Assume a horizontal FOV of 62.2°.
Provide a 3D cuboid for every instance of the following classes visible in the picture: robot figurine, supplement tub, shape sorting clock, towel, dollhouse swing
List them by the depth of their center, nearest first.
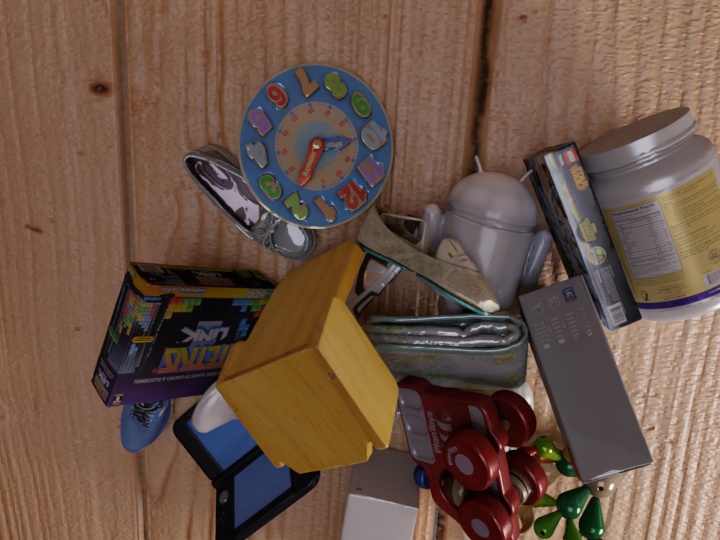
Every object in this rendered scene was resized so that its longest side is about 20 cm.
[{"bbox_3d":[0.341,-0.062,0.678,0.142,0.146,0.204,-23,100,12],"label":"supplement tub"},{"bbox_3d":[-0.043,0.101,0.712,0.198,0.176,0.184,-26,104,41],"label":"dollhouse swing"},{"bbox_3d":[0.149,-0.030,0.727,0.165,0.113,0.206,9,106,-9],"label":"robot figurine"},{"bbox_3d":[-0.054,-0.154,0.739,0.194,0.039,0.206,0,93,-8],"label":"shape sorting clock"},{"bbox_3d":[0.107,0.102,0.741,0.194,0.172,0.049,1,66,15],"label":"towel"}]

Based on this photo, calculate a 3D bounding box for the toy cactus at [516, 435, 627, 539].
[{"bbox_3d":[0.292,0.293,0.782,0.162,0.102,0.204,-27,87,-21],"label":"toy cactus"}]

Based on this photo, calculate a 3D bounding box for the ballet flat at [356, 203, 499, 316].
[{"bbox_3d":[0.075,-0.020,0.672,0.197,0.067,0.064,29,104,29],"label":"ballet flat"}]

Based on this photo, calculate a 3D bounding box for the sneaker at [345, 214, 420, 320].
[{"bbox_3d":[0.000,0.000,0.776,0.080,0.074,0.201,42,104,-1],"label":"sneaker"}]

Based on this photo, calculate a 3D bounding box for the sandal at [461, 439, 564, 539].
[{"bbox_3d":[0.213,0.332,0.833,0.077,0.070,0.213,36,106,-3],"label":"sandal"}]

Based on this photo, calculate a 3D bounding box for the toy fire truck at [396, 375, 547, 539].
[{"bbox_3d":[0.126,0.233,0.737,0.165,0.111,0.205,3,113,47],"label":"toy fire truck"}]

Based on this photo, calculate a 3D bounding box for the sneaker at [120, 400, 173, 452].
[{"bbox_3d":[-0.306,0.176,0.850,0.077,0.089,0.204,23,106,2],"label":"sneaker"}]

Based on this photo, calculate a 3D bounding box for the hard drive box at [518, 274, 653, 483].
[{"bbox_3d":[0.253,0.128,0.692,0.075,0.156,0.205,-19,69,11],"label":"hard drive box"}]

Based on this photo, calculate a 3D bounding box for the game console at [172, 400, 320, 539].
[{"bbox_3d":[-0.169,0.258,0.844,0.199,0.172,0.118,-40,123,15],"label":"game console"}]

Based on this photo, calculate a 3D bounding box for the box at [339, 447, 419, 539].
[{"bbox_3d":[0.020,0.372,0.840,0.095,0.125,0.206,11,106,4],"label":"box"}]

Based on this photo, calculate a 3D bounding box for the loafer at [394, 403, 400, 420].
[{"bbox_3d":[-0.016,0.190,0.803,0.195,0.071,0.071,-15,60,-23],"label":"loafer"}]

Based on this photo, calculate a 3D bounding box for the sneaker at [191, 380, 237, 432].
[{"bbox_3d":[-0.134,0.163,0.797,0.198,0.071,0.081,-33,69,-6],"label":"sneaker"}]

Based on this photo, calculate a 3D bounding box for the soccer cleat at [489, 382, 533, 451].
[{"bbox_3d":[0.183,0.244,0.811,0.068,0.078,0.204,22,106,1],"label":"soccer cleat"}]

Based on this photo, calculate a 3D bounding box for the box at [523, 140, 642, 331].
[{"bbox_3d":[0.251,-0.044,0.689,0.039,0.137,0.204,-22,96,8],"label":"box"}]

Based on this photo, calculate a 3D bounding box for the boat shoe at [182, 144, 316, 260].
[{"bbox_3d":[-0.143,-0.084,0.776,0.201,0.065,0.075,43,106,-6],"label":"boat shoe"}]

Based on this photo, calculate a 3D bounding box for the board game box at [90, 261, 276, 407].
[{"bbox_3d":[-0.219,0.080,0.762,0.056,0.197,0.169,34,109,35],"label":"board game box"}]
